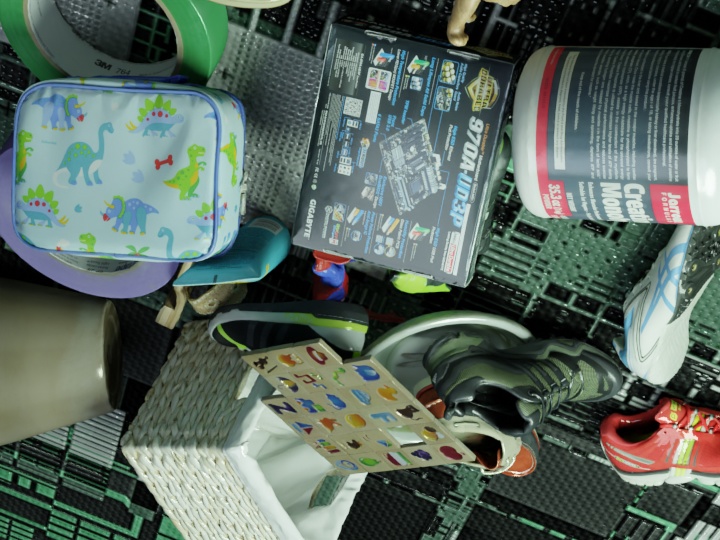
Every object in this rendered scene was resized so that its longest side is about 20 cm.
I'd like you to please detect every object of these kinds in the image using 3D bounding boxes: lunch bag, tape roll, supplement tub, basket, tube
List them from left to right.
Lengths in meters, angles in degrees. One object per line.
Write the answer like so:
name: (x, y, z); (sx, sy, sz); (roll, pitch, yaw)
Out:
tape roll: (-0.251, -0.073, 1.668); (0.200, 0.085, 0.200); (12, 138, 11)
tape roll: (-0.216, -0.222, 1.524); (0.200, 0.048, 0.201); (12, 137, 11)
lunch bag: (-0.199, -0.091, 1.514); (0.200, 0.082, 0.161); (4, 98, 15)
tube: (-0.107, -0.011, 1.592); (0.077, 0.200, 0.050); (-10, 99, 12)
basket: (-0.106, 0.172, 1.782); (0.161, 0.198, 0.200); (-5, 133, 32)
supplement tub: (0.230, -0.107, 1.386); (0.200, 0.140, 0.140); (4, 135, 20)

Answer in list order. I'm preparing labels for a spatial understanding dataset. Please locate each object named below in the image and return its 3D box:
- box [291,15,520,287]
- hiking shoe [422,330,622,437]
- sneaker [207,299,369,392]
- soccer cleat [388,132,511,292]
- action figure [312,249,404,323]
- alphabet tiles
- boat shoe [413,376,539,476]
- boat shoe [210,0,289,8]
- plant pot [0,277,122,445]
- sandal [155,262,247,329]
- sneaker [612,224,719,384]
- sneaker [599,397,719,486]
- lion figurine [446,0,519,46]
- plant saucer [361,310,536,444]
box: (0.037, -0.100, 1.477); (0.159, 0.046, 0.200); (14, 107, 10)
hiking shoe: (0.157, 0.118, 1.630); (0.200, 0.101, 0.076); (4, 138, -18)
sneaker: (-0.074, 0.074, 1.648); (0.072, 0.083, 0.200); (11, 168, -44)
soccer cleat: (0.091, -0.054, 1.566); (0.081, 0.068, 0.200); (6, 136, -30)
action figure: (0.000, 0.000, 1.636); (0.099, 0.065, 0.200); (4, 163, -3)
alphabet tiles: (-0.014, 0.128, 1.622); (0.167, 0.008, 0.200); (-12, 135, 41)
boat shoe: (0.118, 0.166, 1.704); (0.071, 0.063, 0.200); (-31, 141, 18)
boat shoe: (-0.140, -0.277, 1.417); (0.200, 0.071, 0.065); (23, 139, 0)
plant pot: (-0.343, 0.093, 1.823); (0.173, 0.200, 0.200); (-3, 135, 2)
sandal: (-0.145, 0.011, 1.710); (0.070, 0.078, 0.212); (25, 153, -6)
sneaker: (0.270, 0.017, 1.557); (0.072, 0.072, 0.200); (36, 137, 25)
sneaker: (0.319, 0.158, 1.676); (0.200, 0.077, 0.085); (-14, 122, 33)
lion figurine: (0.062, -0.258, 1.354); (0.200, 0.072, 0.123); (26, 131, 1)
plant saucer: (0.077, 0.094, 1.698); (0.200, 0.050, 0.200); (-7, 139, -6)
